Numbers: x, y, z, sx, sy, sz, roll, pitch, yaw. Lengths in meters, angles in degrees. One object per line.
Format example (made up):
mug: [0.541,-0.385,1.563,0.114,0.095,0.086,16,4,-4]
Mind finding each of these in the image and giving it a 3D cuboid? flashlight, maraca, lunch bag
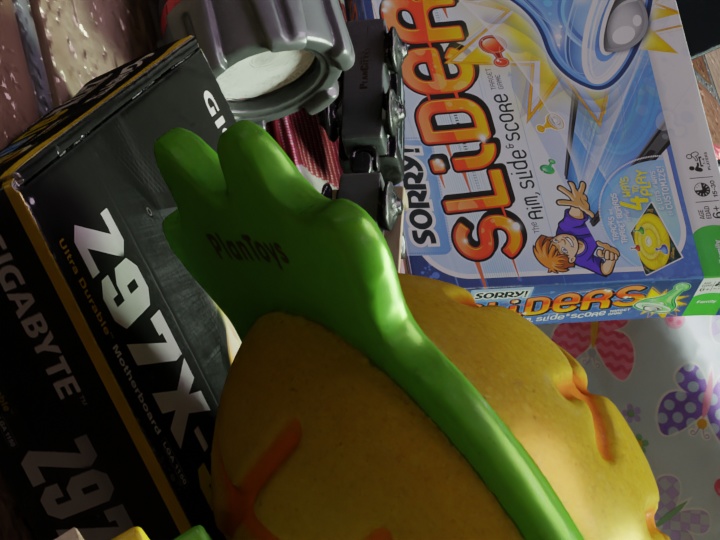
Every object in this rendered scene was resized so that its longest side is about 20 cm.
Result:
flashlight: [-0.060,-0.149,0.836,0.068,0.068,0.201,46,23,-66]
maraca: [0.010,0.049,0.586,0.107,0.137,0.201,-38,106,-24]
lunch bag: [0.154,0.049,1.093,0.171,0.127,0.200,64,29,-5]

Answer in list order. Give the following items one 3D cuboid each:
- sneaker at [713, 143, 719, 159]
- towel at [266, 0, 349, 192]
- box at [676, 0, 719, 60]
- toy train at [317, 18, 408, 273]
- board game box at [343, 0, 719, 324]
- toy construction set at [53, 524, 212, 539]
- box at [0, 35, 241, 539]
sneaker: [0.196,0.020,1.285,0.074,0.086,0.201,-9,78,-69]
towel: [-0.023,-0.095,0.931,0.144,0.023,0.201,27,47,-65]
box: [0.119,-0.157,1.103,0.105,0.199,0.182,63,20,-11]
toy train: [0.000,0.000,0.831,0.046,0.034,0.201,72,18,-58]
board game box: [0.067,-0.073,0.932,0.035,0.134,0.201,107,-23,-58]
toy construction set: [-0.035,0.148,0.534,0.131,0.091,0.202,-159,-126,-83]
box: [-0.047,0.045,0.681,0.201,0.049,0.160,64,22,-11]
